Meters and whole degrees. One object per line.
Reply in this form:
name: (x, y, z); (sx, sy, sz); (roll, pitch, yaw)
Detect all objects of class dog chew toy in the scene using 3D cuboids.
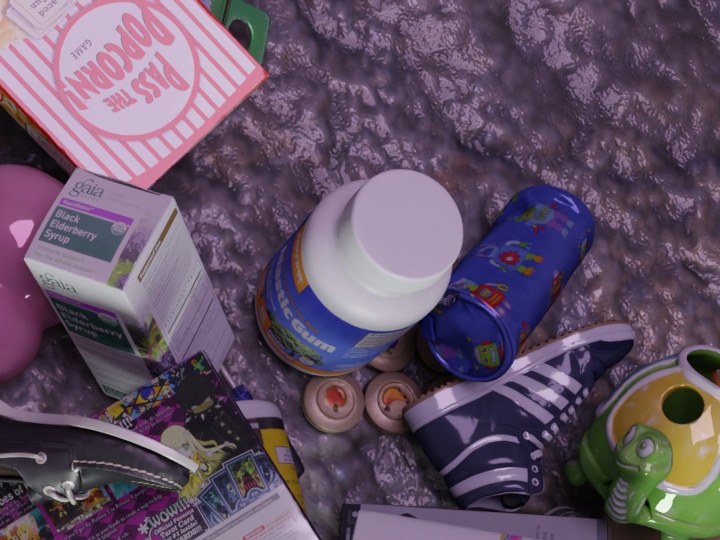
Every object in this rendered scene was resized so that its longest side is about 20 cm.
dog chew toy: (-0.271, 0.024, 1.220); (0.124, 0.125, 0.200); (34, 72, -5)

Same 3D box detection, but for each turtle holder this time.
turtle holder: (0.232, 0.128, 1.309); (0.185, 0.132, 0.141); (8, 29, -35)

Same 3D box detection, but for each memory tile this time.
memory tile: (0.044, 0.057, 1.374); (0.200, 0.017, 0.153); (2, 71, -20)

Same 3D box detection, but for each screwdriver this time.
screwdriver: (-0.103, 0.075, 1.304); (0.028, 0.029, 0.200); (-32, 89, -26)

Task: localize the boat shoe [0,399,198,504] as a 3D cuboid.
boat shoe: (-0.204, 0.121, 1.114); (0.200, 0.074, 0.060); (12, 71, 11)

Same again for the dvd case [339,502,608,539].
dvd case: (0.080, 0.250, 1.271); (0.200, 0.025, 0.150); (3, 65, 4)

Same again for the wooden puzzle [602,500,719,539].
wooden puzzle: (0.265, 0.279, 1.366); (0.200, 0.037, 0.185); (19, 65, -18)

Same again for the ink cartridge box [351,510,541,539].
ink cartridge box: (0.087, 0.239, 1.181); (0.200, 0.145, 0.085); (8, 62, 6)

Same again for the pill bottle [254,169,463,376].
pill bottle: (0.000, 0.000, 1.258); (0.112, 0.200, 0.112); (6, 69, -17)

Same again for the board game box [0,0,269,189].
board game box: (-0.188, -0.158, 1.223); (0.200, 0.046, 0.152); (46, 73, -7)

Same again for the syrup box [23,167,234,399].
syrup box: (-0.156, 0.021, 1.203); (0.079, 0.200, 0.081); (17, 64, 18)

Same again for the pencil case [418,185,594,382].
pencil case: (0.113, 0.007, 1.342); (0.087, 0.078, 0.200); (19, 37, 19)

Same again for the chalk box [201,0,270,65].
chalk box: (-0.165, -0.205, 1.333); (0.200, 0.124, 0.125); (15, 67, -14)

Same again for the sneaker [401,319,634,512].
sneaker: (0.141, 0.117, 1.338); (0.200, 0.070, 0.109); (-21, 75, -18)

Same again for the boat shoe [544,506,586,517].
boat shoe: (0.146, 0.270, 1.308); (0.073, 0.062, 0.200); (25, 65, -10)

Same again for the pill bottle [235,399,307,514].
pill bottle: (-0.087, 0.201, 1.222); (0.111, 0.111, 0.200); (-10, 75, -23)

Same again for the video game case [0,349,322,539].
video game case: (-0.143, 0.180, 1.149); (0.200, 0.036, 0.181); (-32, 75, -8)
